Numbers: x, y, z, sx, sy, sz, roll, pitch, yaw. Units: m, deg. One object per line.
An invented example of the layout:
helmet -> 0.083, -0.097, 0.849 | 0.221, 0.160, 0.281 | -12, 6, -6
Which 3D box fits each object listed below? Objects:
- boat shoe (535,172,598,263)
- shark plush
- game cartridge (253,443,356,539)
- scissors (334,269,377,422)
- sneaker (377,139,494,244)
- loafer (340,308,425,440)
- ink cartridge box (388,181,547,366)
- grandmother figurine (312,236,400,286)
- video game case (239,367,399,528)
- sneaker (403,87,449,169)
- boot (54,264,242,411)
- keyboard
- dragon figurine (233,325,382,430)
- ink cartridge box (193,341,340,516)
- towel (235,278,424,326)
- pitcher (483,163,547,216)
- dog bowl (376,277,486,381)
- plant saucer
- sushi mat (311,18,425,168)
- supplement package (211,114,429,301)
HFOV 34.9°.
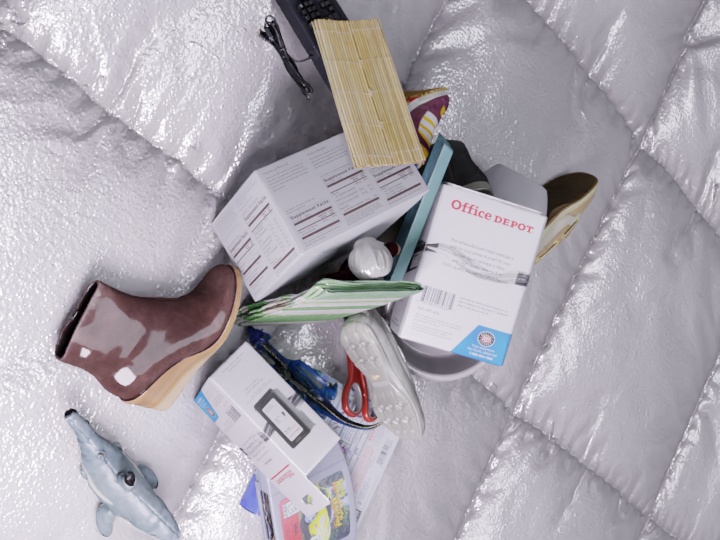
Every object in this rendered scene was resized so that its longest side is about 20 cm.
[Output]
boat shoe -> 0.291, -0.078, 1.742 | 0.199, 0.074, 0.067 | -38, 135, -27
shark plush -> -0.269, 0.226, 1.302 | 0.090, 0.083, 0.202 | -32, 119, -31
game cartridge -> -0.066, 0.312, 1.473 | 0.132, 0.041, 0.203 | -23, 114, -39
scissors -> -0.007, 0.101, 1.522 | 0.073, 0.014, 0.203 | 5, 76, -48
sneaker -> 0.070, -0.104, 1.545 | 0.198, 0.107, 0.075 | -16, 142, -10
loafer -> 0.038, 0.134, 1.501 | 0.070, 0.069, 0.202 | -56, 130, -48
ink cartridge box -> 0.136, 0.002, 1.461 | 0.143, 0.084, 0.203 | 17, 94, -10
grandmother figurine -> 0.000, 0.000, 1.407 | 0.121, 0.200, 0.061 | -38, 90, -12
video game case -> -0.047, 0.256, 1.529 | 0.181, 0.045, 0.202 | 35, 76, -41
sneaker -> 0.063, -0.179, 1.483 | 0.200, 0.074, 0.091 | -35, 118, -55
boot -> -0.234, 0.051, 1.300 | 0.166, 0.072, 0.201 | 39, 77, -42
keyboard -> -0.047, -0.262, 1.368 | 0.126, 0.021, 0.201 | -32, 89, -32
dragon figurine -> -0.071, 0.146, 1.419 | 0.059, 0.199, 0.099 | -52, 160, 0
ink cartridge box -> -0.099, 0.191, 1.359 | 0.200, 0.116, 0.068 | 46, 64, 2
towel -> -0.043, 0.038, 1.383 | 0.151, 0.199, 0.024 | 1, 77, -37
pitcher -> 0.163, -0.052, 1.604 | 0.171, 0.121, 0.202 | 26, 94, -35
dog bowl -> 0.112, 0.058, 1.551 | 0.197, 0.059, 0.203 | -2, 107, -6
plant saucer -> 0.073, -0.072, 1.448 | 0.019, 0.070, 0.202 | 18, 105, -8
sushi mat -> 0.008, -0.211, 1.349 | 0.095, 0.012, 0.202 | -5, 69, -30
supplement package -> -0.050, -0.074, 1.360 | 0.199, 0.156, 0.112 | -27, 83, -33
